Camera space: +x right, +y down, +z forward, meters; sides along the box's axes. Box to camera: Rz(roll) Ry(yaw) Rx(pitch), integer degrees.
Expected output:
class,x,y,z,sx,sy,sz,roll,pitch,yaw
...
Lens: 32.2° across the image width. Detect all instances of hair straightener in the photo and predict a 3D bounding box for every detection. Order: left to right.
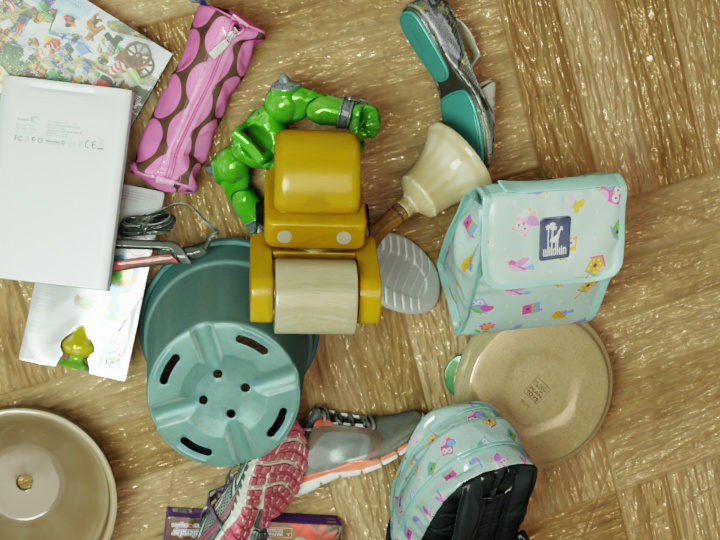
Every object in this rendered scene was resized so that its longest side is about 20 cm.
class,x,y,z,sx,sy,sz,roll,pitch,yaw
hair straightener,-0.243,-0.037,1.276,0.198,0.041,0.078,-7,85,3

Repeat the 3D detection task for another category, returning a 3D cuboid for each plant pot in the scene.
class,x,y,z,sx,sy,sz,roll,pitch,yaw
plant pot,-0.356,0.234,1.311,0.199,0.093,0.203,-2,98,-11
plant pot,-0.136,0.091,1.268,0.198,0.196,0.202,-1,108,-4

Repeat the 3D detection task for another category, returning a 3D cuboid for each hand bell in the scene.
class,x,y,z,sx,sy,sz,roll,pitch,yaw
hand bell,0.037,-0.056,1.334,0.200,0.104,0.104,-41,103,-13

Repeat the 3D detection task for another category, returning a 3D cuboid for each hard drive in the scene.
class,x,y,z,sx,sy,sz,roll,pitch,yaw
hard drive,-0.305,-0.087,1.250,0.130,0.025,0.202,7,86,-1

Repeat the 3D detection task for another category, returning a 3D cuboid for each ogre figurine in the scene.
class,x,y,z,sx,sy,sz,roll,pitch,yaw
ogre figurine,-0.078,-0.122,1.317,0.120,0.098,0.200,39,132,-8

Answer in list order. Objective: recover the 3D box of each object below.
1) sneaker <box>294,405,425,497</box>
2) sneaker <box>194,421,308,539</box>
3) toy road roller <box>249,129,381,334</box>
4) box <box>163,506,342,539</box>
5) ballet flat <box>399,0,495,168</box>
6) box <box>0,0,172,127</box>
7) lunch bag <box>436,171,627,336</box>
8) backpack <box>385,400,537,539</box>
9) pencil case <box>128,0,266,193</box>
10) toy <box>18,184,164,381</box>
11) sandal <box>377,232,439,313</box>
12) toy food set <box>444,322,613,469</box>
class,x,y,z,sx,sy,sz,roll,pitch,yaw
sneaker,-0.022,0.185,1.384,0.198,0.077,0.083,-21,94,-9
sneaker,-0.126,0.242,1.329,0.080,0.074,0.201,33,83,-48
toy road roller,-0.045,-0.045,1.197,0.121,0.201,0.147,1,125,-6
box,-0.125,0.342,1.398,0.198,0.039,0.138,5,96,-12
ballet flat,0.113,-0.209,1.368,0.072,0.072,0.202,-27,102,-7
box,-0.314,-0.218,1.292,0.199,0.038,0.137,30,90,-13
lunch bag,0.184,-0.026,1.328,0.168,0.201,0.123,-5,57,-13
backpack,0.108,0.241,1.355,0.165,0.127,0.201,-14,141,-27
pencil case,-0.171,-0.176,1.297,0.090,0.094,0.202,21,94,-27
toy,-0.281,0.007,1.318,0.114,0.047,0.202,12,84,-3
sandal,0.002,-0.007,1.375,0.201,0.050,0.083,20,77,-31
toy food set,0.194,0.133,1.433,0.199,0.049,0.199,27,91,-14
